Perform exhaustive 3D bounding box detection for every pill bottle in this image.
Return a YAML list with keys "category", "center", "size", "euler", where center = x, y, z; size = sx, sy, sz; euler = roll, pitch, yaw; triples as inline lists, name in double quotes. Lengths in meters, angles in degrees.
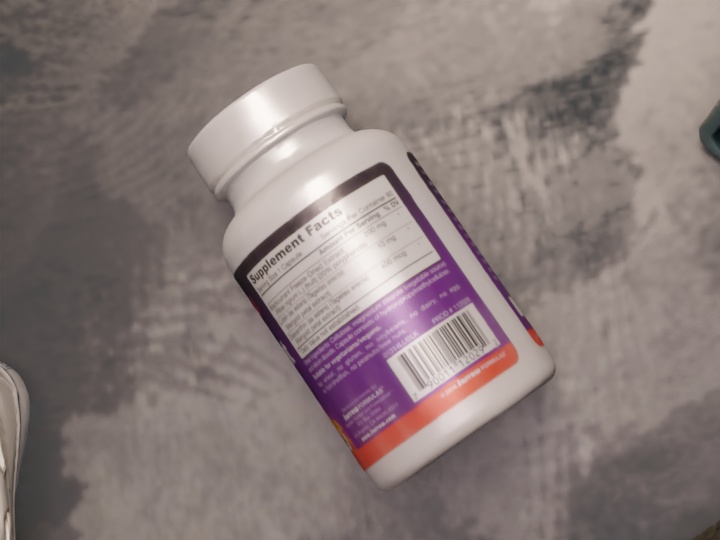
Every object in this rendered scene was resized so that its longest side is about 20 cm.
- category: "pill bottle"
  center: [0.000, 0.000, 0.868]
  size: [0.111, 0.111, 0.200]
  euler: [-35, 83, 5]

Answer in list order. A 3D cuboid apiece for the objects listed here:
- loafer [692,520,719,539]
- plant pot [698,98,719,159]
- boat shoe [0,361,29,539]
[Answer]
- category: "loafer"
  center: [0.182, 0.167, 0.858]
  size: [0.199, 0.076, 0.068]
  euler: [-31, 85, 15]
- category: "plant pot"
  center: [0.306, -0.097, 0.797]
  size: [0.196, 0.196, 0.200]
  euler: [40, 83, 8]
- category: "boat shoe"
  center: [-0.214, 0.147, 0.911]
  size: [0.070, 0.070, 0.201]
  euler: [5, 88, 8]
